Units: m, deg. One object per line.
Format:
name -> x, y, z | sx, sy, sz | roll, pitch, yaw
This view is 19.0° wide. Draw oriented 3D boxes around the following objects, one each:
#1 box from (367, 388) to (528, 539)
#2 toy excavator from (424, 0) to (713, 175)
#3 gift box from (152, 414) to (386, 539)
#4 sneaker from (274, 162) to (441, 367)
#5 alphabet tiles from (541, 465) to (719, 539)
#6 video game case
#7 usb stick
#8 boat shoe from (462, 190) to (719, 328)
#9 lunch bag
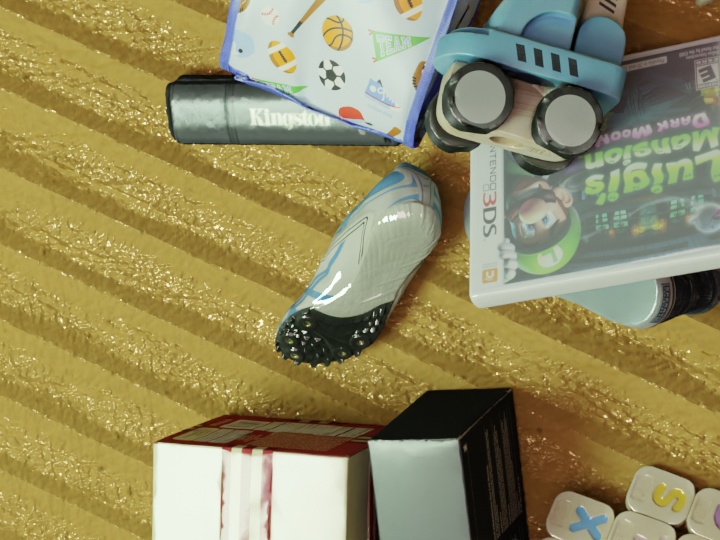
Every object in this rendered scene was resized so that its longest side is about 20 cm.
box -> 0.072, 0.204, 1.637 | 0.078, 0.141, 0.201 | -3, 101, 19
toy excavator -> 0.155, -0.169, 1.507 | 0.193, 0.100, 0.201 | 14, 83, -5
gift box -> -0.073, 0.216, 1.674 | 0.199, 0.184, 0.188 | 2, 94, 22
sneaker -> 0.000, 0.000, 1.663 | 0.072, 0.073, 0.200 | 27, 125, -18
alphabet tiles -> 0.217, 0.246, 1.597 | 0.195, 0.015, 0.201 | 20, 66, 13
video game case -> 0.173, -0.071, 1.544 | 0.199, 0.023, 0.183 | -10, 59, 20
usb stick -> -0.056, -0.123, 1.663 | 0.199, 0.033, 0.056 | 2, 102, 18
boat shoe -> 0.170, -0.011, 1.598 | 0.200, 0.091, 0.071 | 31, 112, 38
lunch bag -> 0.002, -0.209, 1.577 | 0.169, 0.124, 0.201 | 22, 101, 11
